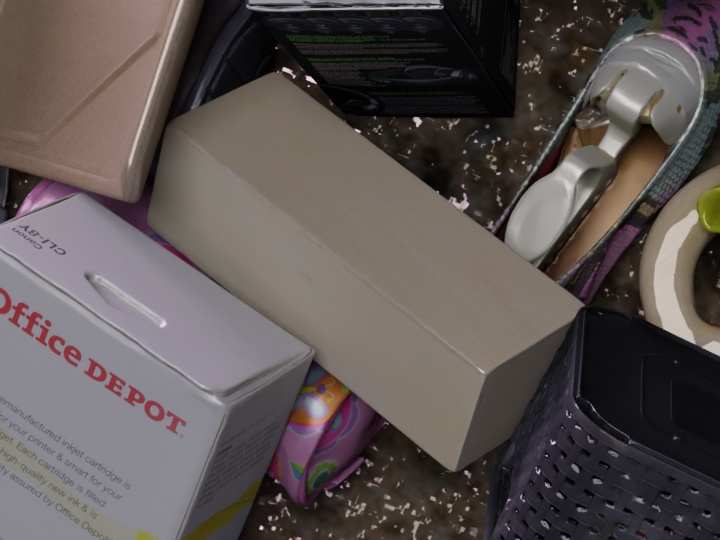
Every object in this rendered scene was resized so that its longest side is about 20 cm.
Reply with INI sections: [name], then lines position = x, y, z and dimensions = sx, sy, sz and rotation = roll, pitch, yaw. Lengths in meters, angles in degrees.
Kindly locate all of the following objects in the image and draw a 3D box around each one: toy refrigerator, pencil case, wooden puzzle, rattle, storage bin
[toy refrigerator]
position = 0.000, 0.000, 1.337
dimensions = 0.200, 0.070, 0.076
rotation = 37, 44, 25
[pencil case]
position = -0.078, 0.026, 1.396
dimensions = 0.200, 0.087, 0.088
rotation = 33, 87, 17
[wooden puzzle]
position = -0.119, -0.131, 1.379
dimensions = 0.200, 0.037, 0.186
rotation = 16, 87, 55
[rattle]
position = 0.173, 0.031, 1.312
dimensions = 0.130, 0.143, 0.201
rotation = 31, 80, -2
[storage bin]
position = 0.161, 0.112, 1.258
dimensions = 0.199, 0.135, 0.094
rotation = 26, 112, -4

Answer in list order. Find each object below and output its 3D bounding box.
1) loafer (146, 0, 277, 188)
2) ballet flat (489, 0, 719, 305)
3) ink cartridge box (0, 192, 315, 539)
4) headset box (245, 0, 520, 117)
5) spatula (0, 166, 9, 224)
[loafer]
position = -0.071, -0.127, 1.426
dimensions = 0.063, 0.072, 0.201
rotation = 17, 70, 16
[ballet flat]
position = 0.113, -0.050, 1.372
dimensions = 0.069, 0.071, 0.200
rotation = 32, 87, 18
[ink cartridge box]
position = -0.125, 0.088, 1.343
dimensions = 0.145, 0.083, 0.201
rotation = 33, 121, 17
[headset box]
position = 0.016, -0.178, 1.353
dimensions = 0.092, 0.200, 0.175
rotation = 1, 80, 13
[spatula]
position = -0.183, -0.048, 1.462
dimensions = 0.056, 0.021, 0.201
rotation = 3, 82, 26
